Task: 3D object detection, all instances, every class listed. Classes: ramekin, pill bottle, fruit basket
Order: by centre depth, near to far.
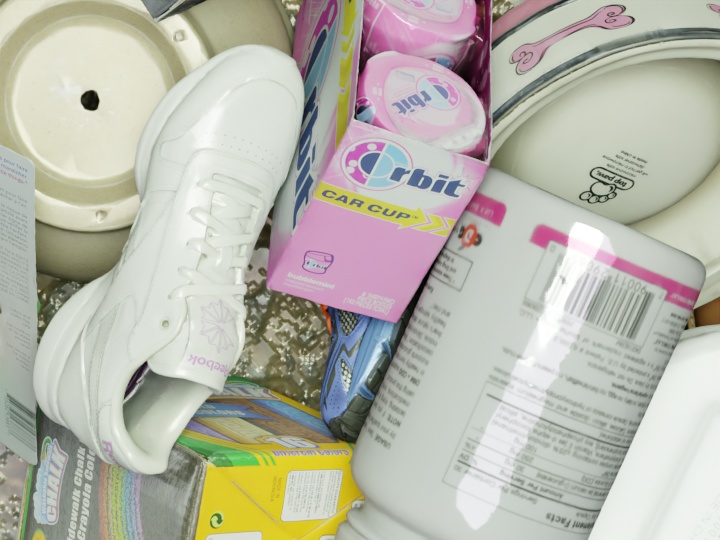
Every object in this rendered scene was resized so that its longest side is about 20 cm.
[{"bbox_3d":[0.064,0.066,0.964,0.113,0.113,0.200,24,94,-5],"label":"pill bottle"},{"bbox_3d":[-0.222,-0.017,1.030,0.185,0.094,0.200,26,131,19],"label":"fruit basket"},{"bbox_3d":[0.184,0.120,1.036,0.200,0.098,0.201,-1,82,6],"label":"ramekin"}]

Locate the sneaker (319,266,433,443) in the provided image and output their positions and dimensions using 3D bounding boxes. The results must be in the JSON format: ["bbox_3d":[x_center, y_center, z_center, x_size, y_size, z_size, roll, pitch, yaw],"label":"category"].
[{"bbox_3d":[0.000,0.000,1.068,0.078,0.200,0.075,-3,139,15],"label":"sneaker"}]

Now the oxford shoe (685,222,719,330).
[{"bbox_3d":[0.218,0.069,1.118,0.071,0.071,0.200,-16,96,2],"label":"oxford shoe"}]

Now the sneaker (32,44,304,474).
[{"bbox_3d":[-0.068,-0.001,0.959,0.075,0.100,0.200,17,104,-39],"label":"sneaker"}]

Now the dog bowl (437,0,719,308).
[{"bbox_3d":[0.125,-0.061,1.050,0.200,0.074,0.200,-10,139,-9],"label":"dog bowl"}]

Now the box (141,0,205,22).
[{"bbox_3d":[-0.102,-0.224,1.015,0.049,0.161,0.200,-32,92,30],"label":"box"}]

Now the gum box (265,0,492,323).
[{"bbox_3d":[0.012,-0.091,1.002,0.066,0.200,0.114,16,136,-13],"label":"gum box"}]

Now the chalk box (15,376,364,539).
[{"bbox_3d":[-0.088,0.122,1.069,0.124,0.200,0.125,4,101,-36],"label":"chalk box"}]

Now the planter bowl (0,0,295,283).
[{"bbox_3d":[-0.127,-0.084,1.053,0.200,0.135,0.201,0,98,-2],"label":"planter bowl"}]
